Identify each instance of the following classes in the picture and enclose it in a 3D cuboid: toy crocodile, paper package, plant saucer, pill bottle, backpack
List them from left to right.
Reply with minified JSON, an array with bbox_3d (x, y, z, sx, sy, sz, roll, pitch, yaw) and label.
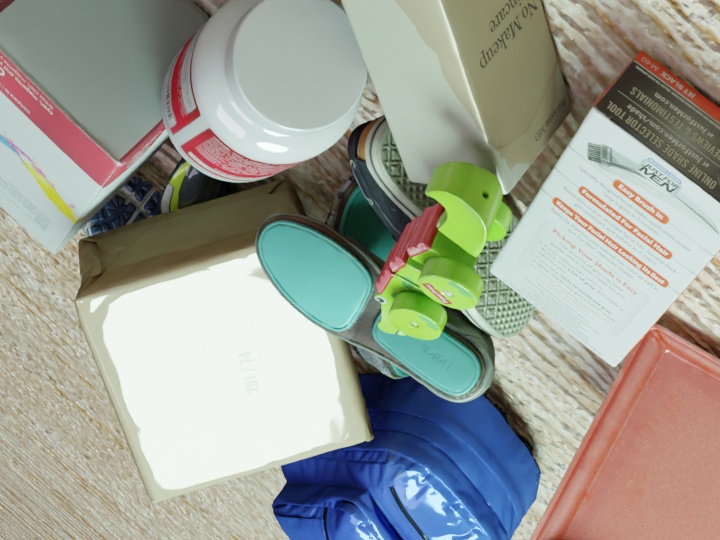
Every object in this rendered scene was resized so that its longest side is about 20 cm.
[{"bbox_3d":[-0.107,0.057,1.220,0.104,0.189,0.201,-109,3,-61],"label":"paper package"},{"bbox_3d":[-0.062,-0.121,1.022,0.112,0.112,0.200,46,167,-10],"label":"pill bottle"},{"bbox_3d":[0.042,0.184,1.297,0.199,0.168,0.163,-10,130,47],"label":"backpack"},{"bbox_3d":[0.045,-0.007,0.987,0.061,0.068,0.200,27,158,-5],"label":"toy crocodile"},{"bbox_3d":[0.244,0.166,1.085,0.199,0.037,0.201,31,107,17],"label":"plant saucer"}]

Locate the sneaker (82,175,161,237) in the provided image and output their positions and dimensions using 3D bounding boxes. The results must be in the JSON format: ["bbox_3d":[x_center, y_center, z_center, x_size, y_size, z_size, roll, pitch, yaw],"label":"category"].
[{"bbox_3d":[-0.219,-0.059,1.358,0.201,0.077,0.085,61,163,1],"label":"sneaker"}]

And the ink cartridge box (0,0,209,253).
[{"bbox_3d":[-0.216,-0.135,1.190,0.145,0.145,0.200,44,149,-5],"label":"ink cartridge box"}]

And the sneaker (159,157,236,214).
[{"bbox_3d":[-0.109,-0.039,1.283,0.080,0.074,0.201,18,149,15],"label":"sneaker"}]

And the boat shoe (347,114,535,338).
[{"bbox_3d":[0.059,-0.033,1.089,0.200,0.075,0.062,50,161,-28],"label":"boat shoe"}]

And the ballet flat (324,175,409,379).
[{"bbox_3d":[0.000,0.000,1.206,0.072,0.072,0.201,17,140,34],"label":"ballet flat"}]

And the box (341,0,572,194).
[{"bbox_3d":[0.052,-0.152,0.928,0.077,0.095,0.201,11,140,37],"label":"box"}]

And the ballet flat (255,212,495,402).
[{"bbox_3d":[0.012,0.025,1.129,0.199,0.064,0.068,35,108,4],"label":"ballet flat"}]

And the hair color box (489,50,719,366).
[{"bbox_3d":[0.168,-0.032,0.981,0.111,0.064,0.200,38,150,7],"label":"hair color box"}]
